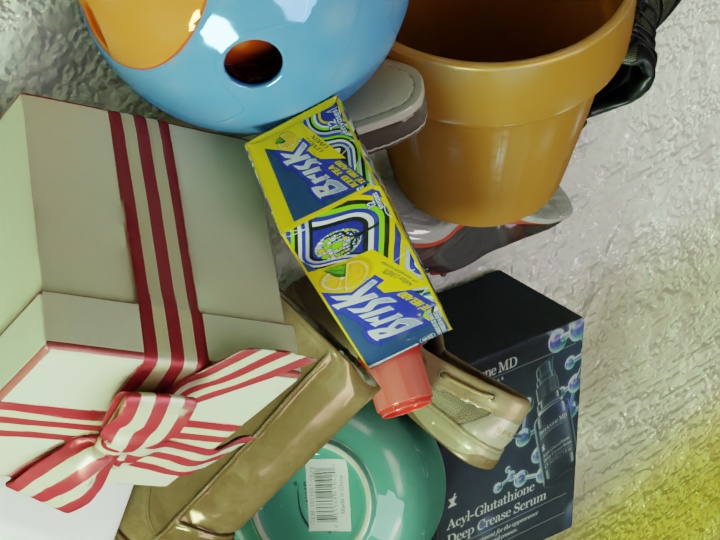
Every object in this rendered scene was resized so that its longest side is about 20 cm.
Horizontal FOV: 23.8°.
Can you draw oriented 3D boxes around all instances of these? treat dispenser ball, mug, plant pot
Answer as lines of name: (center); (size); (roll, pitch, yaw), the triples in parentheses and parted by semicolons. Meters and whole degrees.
treat dispenser ball: (-0.068, -0.182, 0.995); (0.200, 0.200, 0.202); (-19, 123, -33)
mug: (-0.033, 0.147, 1.219); (0.152, 0.185, 0.114); (-51, 171, 9)
plant pot: (0.084, -0.136, 1.172); (0.200, 0.200, 0.184); (-32, 144, -24)

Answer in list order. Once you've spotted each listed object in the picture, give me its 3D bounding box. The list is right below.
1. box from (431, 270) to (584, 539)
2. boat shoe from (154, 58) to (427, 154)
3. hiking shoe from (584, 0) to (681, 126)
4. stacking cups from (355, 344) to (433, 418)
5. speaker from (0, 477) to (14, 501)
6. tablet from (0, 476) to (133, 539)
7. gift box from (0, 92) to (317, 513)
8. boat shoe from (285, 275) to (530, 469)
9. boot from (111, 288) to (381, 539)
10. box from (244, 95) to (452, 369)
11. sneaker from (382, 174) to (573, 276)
box: (0.086, 0.125, 1.351); (0.148, 0.107, 0.201); (-19, 122, -32)
boat shoe: (-0.044, -0.083, 1.089); (0.072, 0.199, 0.060); (-79, 149, -43)
hiking shoe: (0.201, -0.169, 1.305); (0.200, 0.100, 0.076); (-45, 134, -14)
stacking cups: (0.000, 0.000, 1.161); (0.060, 0.060, 0.201); (-6, 72, -38)
speaker: (-0.171, 0.084, 1.128); (0.200, 0.081, 0.082); (-36, 130, -23)
tablet: (-0.230, 0.098, 1.050); (0.199, 0.014, 0.131); (23, 77, -19)
gift box: (-0.136, 0.026, 0.994); (0.199, 0.188, 0.185); (7, 148, -30)
boat shoe: (0.034, 0.057, 1.213); (0.065, 0.200, 0.071); (-56, 162, 12)
boot: (-0.060, 0.141, 1.101); (0.175, 0.066, 0.200); (43, 92, -2)
box: (-0.003, -0.016, 1.036); (0.064, 0.070, 0.200); (-26, 150, 3)
sneaker: (0.073, -0.038, 1.300); (0.199, 0.077, 0.082); (-8, 143, -37)
